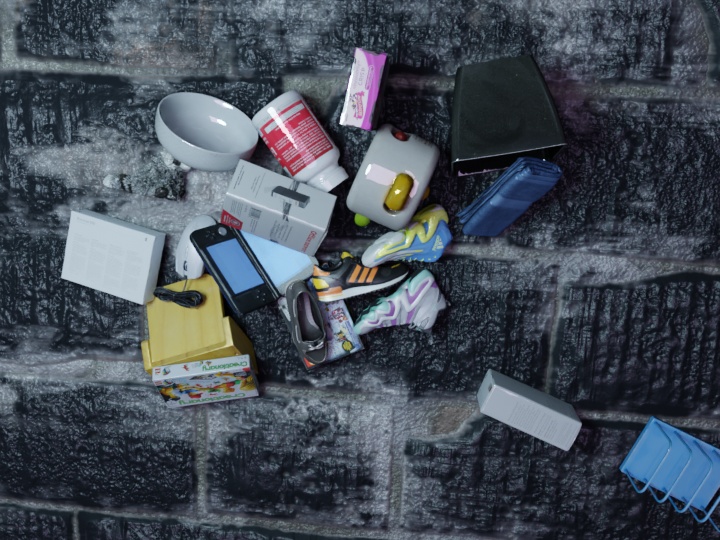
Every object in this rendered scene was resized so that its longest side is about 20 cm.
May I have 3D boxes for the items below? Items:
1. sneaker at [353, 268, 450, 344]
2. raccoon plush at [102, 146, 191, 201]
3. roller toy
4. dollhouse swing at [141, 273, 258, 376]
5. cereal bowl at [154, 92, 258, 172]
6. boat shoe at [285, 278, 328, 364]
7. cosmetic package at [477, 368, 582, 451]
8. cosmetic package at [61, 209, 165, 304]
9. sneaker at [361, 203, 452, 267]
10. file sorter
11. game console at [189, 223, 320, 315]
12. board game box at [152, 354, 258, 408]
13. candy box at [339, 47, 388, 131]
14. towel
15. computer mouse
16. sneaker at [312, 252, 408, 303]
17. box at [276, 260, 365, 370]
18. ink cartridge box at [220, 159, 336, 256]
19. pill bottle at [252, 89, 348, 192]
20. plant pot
[{"bbox_3d":[0.096,0.105,1.441,0.200,0.078,0.140,-36,98,5],"label":"sneaker"},{"bbox_3d":[-0.431,-0.220,1.422,0.200,0.097,0.134,11,95,3],"label":"raccoon plush"},{"bbox_3d":[0.068,-0.176,1.332,0.140,0.200,0.183,24,70,-2],"label":"roller toy"},{"bbox_3d":[-0.350,0.139,1.517,0.200,0.176,0.182,-17,141,8],"label":"dollhouse swing"},{"bbox_3d":[-0.304,-0.256,1.354,0.200,0.200,0.083,29,125,-1],"label":"cereal bowl"},{"bbox_3d":[-0.106,0.114,1.412,0.067,0.057,0.200,-22,115,-15],"label":"boat shoe"},{"bbox_3d":[0.348,0.288,1.451,0.200,0.102,0.074,23,102,1],"label":"cosmetic package"},{"bbox_3d":[-0.523,-0.031,1.475,0.200,0.052,0.151,17,105,10],"label":"cosmetic package"},{"bbox_3d":[0.104,-0.043,1.399,0.200,0.076,0.105,-34,105,-6],"label":"sneaker"},{"bbox_3d":[0.673,0.423,1.439,0.200,0.123,0.139,26,102,0],"label":"file sorter"},{"bbox_3d":[-0.212,-0.037,1.407,0.118,0.171,0.200,-40,81,37],"label":"game console"},{"bbox_3d":[-0.323,0.235,1.473,0.200,0.035,0.126,-8,143,-2],"label":"board game box"},{"bbox_3d":[0.010,-0.332,1.297,0.061,0.200,0.137,13,102,2],"label":"candy box"},{"bbox_3d":[0.283,-0.139,1.334,0.111,0.049,0.200,4,144,-34],"label":"towel"},{"bbox_3d":[-0.359,-0.023,1.454,0.109,0.044,0.200,16,90,21],"label":"computer mouse"},{"bbox_3d":[0.000,0.000,1.417,0.200,0.070,0.090,-16,99,-11],"label":"sneaker"},{"bbox_3d":[-0.090,0.096,1.480,0.137,0.040,0.200,-22,99,10],"label":"box"},{"bbox_3d":[-0.160,-0.117,1.359,0.200,0.144,0.084,21,67,-8],"label":"ink cartridge box"},{"bbox_3d":[-0.114,-0.243,1.373,0.112,0.112,0.200,-34,97,11],"label":"pill bottle"},{"bbox_3d":[0.255,-0.287,1.299,0.200,0.200,0.178,-9,88,7],"label":"plant pot"}]
